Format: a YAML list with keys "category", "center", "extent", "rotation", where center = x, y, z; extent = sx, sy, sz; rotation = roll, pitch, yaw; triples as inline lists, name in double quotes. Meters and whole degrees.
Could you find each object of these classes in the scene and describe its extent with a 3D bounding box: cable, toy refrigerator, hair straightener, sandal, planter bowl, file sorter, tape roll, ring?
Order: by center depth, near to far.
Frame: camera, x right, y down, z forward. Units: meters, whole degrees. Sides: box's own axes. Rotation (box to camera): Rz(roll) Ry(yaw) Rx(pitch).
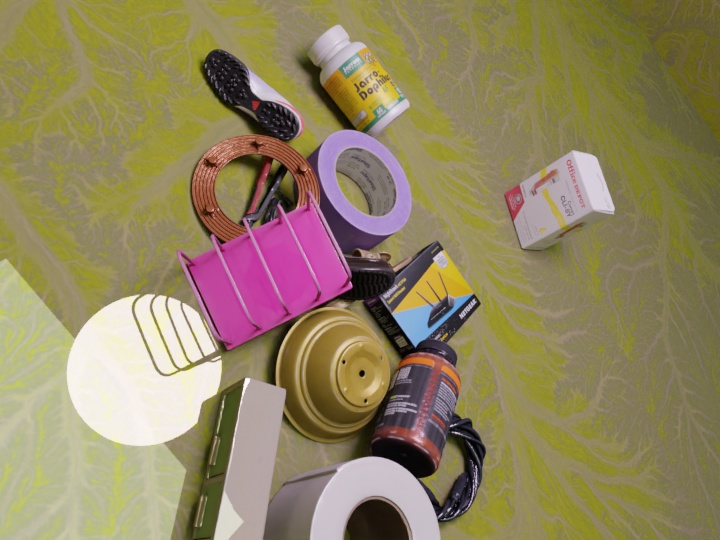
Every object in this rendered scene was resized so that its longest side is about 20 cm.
- category: "toy refrigerator"
  center: [-0.155, 0.246, 0.771]
  extent: [0.070, 0.076, 0.202]
  rotation: [23, 57, -28]
- category: "tape roll"
  center: [-0.014, 0.354, 0.785]
  extent: [0.201, 0.139, 0.205]
  rotation: [17, 58, -30]
- category: "file sorter"
  center: [-0.125, -0.001, 0.822]
  extent: [0.199, 0.125, 0.140]
  rotation: [-26, 84, -8]
- category: "planter bowl"
  center: [-0.018, 0.151, 0.891]
  extent: [0.199, 0.083, 0.203]
  rotation: [7, 79, -36]
- category: "ring"
  center: [-0.159, -0.126, 0.942]
  extent: [0.198, 0.019, 0.203]
  rotation: [6, 69, -14]
- category: "cable"
  center: [0.137, 0.317, 0.984]
  extent: [0.198, 0.051, 0.165]
  rotation: [10, 63, -35]
- category: "hair straightener"
  center: [-0.137, -0.119, 0.988]
  extent: [0.077, 0.041, 0.202]
  rotation: [28, 54, -24]
- category: "sandal"
  center: [0.003, -0.002, 1.018]
  extent: [0.211, 0.077, 0.070]
  rotation: [-34, 92, -37]
- category: "tape roll"
  center: [-0.012, -0.137, 1.067]
  extent: [0.199, 0.085, 0.202]
  rotation: [18, 58, -31]

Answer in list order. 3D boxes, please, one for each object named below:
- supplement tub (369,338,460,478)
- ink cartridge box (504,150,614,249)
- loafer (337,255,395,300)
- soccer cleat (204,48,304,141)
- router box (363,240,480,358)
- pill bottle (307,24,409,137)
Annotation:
- category: "supplement tub"
  center: [0.092, 0.200, 0.921]
  extent: [0.107, 0.107, 0.201]
  rotation: [41, 47, -15]
- category: "ink cartridge box"
  center: [0.435, -0.151, 1.347]
  extent: [0.083, 0.200, 0.147]
  rotation: [2, 67, -37]
- category: "loafer"
  center: [-0.045, -0.003, 0.939]
  extent: [0.198, 0.073, 0.072]
  rotation: [1, 48, -4]
- category: "soccer cleat"
  center: [-0.179, -0.296, 1.037]
  extent: [0.199, 0.068, 0.073]
  rotation: [39, 16, -3]
- category: "router box"
  center: [0.115, 0.058, 1.091]
  extent: [0.150, 0.051, 0.200]
  rotation: [54, 49, -4]
- category: "pill bottle"
  center: [-0.007, -0.358, 1.160]
  extent: [0.201, 0.113, 0.113]
  rotation: [51, 48, -6]
